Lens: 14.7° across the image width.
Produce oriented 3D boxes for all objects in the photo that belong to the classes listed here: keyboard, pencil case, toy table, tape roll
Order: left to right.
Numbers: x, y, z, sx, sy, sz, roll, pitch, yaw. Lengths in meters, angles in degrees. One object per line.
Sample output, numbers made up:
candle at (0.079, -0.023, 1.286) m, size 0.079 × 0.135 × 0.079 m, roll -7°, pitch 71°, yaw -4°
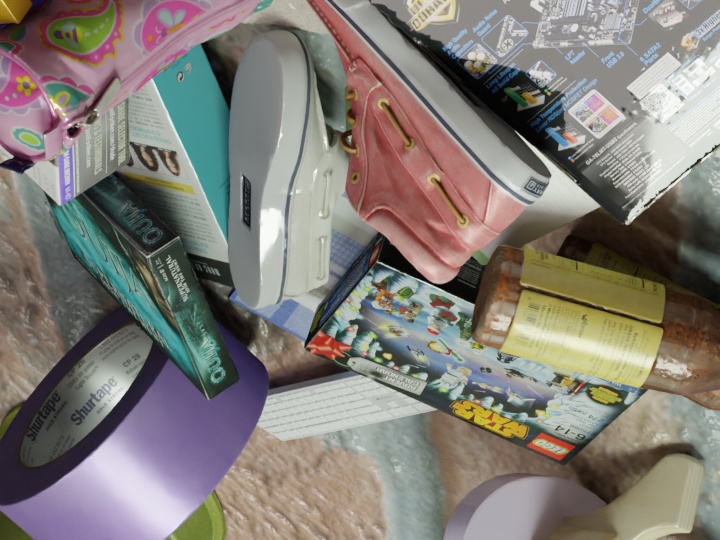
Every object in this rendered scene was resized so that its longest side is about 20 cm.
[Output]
pencil case at (-0.133, -0.138, 1.580) m, size 0.087 × 0.200 × 0.088 m, roll 31°, pitch 142°, yaw 27°
tape roll at (-0.164, 0.112, 1.960) m, size 0.085 × 0.200 × 0.200 m, roll 45°, pitch 141°, yaw -20°
keyboard at (-0.015, 0.095, 1.983) m, size 0.056 × 0.011 × 0.200 m, roll 40°, pitch 148°, yaw -26°
toy table at (0.161, 0.211, 1.894) m, size 0.117 × 0.184 × 0.200 m, roll 4°, pitch 176°, yaw 42°

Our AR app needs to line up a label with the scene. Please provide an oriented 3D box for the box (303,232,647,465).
box at (0.078, 0.049, 1.829) m, size 0.200 × 0.040 × 0.137 m, roll 24°, pitch 148°, yaw -10°

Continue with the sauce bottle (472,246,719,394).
sauce bottle at (0.169, 0.039, 1.678) m, size 0.200 × 0.066 × 0.066 m, roll 17°, pitch 144°, yaw -4°

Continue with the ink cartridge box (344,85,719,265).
ink cartridge box at (0.111, -0.094, 1.638) m, size 0.200 × 0.048 × 0.146 m, roll -28°, pitch 130°, yaw 25°

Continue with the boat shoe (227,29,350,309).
boat shoe at (-0.038, -0.065, 1.743) m, size 0.071 × 0.070 × 0.200 m, roll 50°, pitch 145°, yaw 46°

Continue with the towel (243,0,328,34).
towel at (-0.028, -0.191, 1.640) m, size 0.200 × 0.035 × 0.133 m, roll 8°, pitch 139°, yaw 27°

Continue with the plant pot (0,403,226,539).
plant pot at (-0.234, 0.235, 2.166) m, size 0.200 × 0.190 × 0.200 m, roll 18°, pitch 142°, yaw 15°

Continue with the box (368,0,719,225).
box at (0.141, -0.151, 1.515) m, size 0.198 × 0.050 × 0.200 m, roll 40°, pitch 123°, yaw -13°

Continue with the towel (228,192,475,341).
towel at (0.000, 0.000, 1.865) m, size 0.147 × 0.024 × 0.200 m, roll 29°, pitch 146°, yaw -5°

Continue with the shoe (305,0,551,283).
shoe at (0.013, -0.087, 1.572) m, size 0.091 × 0.071 × 0.200 m, roll -46°, pitch 69°, yaw 14°

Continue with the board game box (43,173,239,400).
board game box at (-0.158, -0.015, 1.861) m, size 0.200 × 0.028 × 0.135 m, roll 42°, pitch 160°, yaw 45°

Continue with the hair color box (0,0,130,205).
hair color box at (-0.229, -0.146, 1.743) m, size 0.200 × 0.065 × 0.109 m, roll 40°, pitch 150°, yaw 24°

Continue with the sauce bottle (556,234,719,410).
sauce bottle at (0.205, 0.048, 1.750) m, size 0.200 × 0.066 × 0.066 m, roll 29°, pitch 144°, yaw 1°

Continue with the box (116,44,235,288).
box at (-0.120, -0.082, 1.797) m, size 0.082 × 0.049 × 0.200 m, roll 14°, pitch 139°, yaw 40°

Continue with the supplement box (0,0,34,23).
supplement box at (-0.256, -0.243, 1.589) m, size 0.200 × 0.197 × 0.133 m, roll -2°, pitch 134°, yaw 35°
